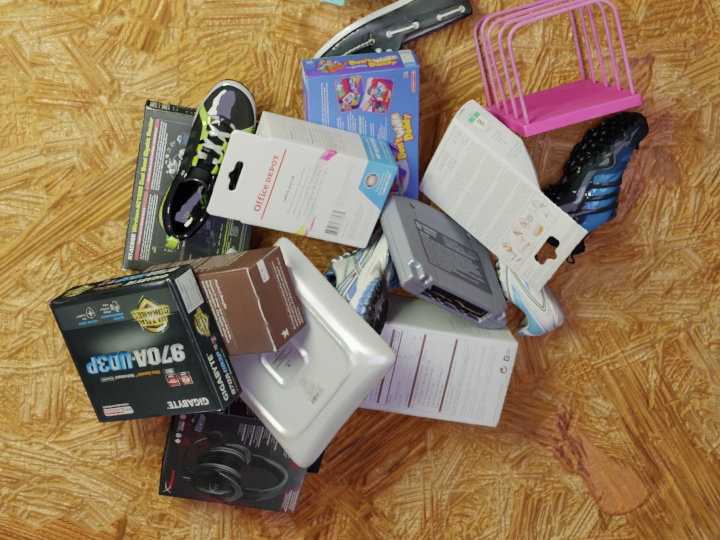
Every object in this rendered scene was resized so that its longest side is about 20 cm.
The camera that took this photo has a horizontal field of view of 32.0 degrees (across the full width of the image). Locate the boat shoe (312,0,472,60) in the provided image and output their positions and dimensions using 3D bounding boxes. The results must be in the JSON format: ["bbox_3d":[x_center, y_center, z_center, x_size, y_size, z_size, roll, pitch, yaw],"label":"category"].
[{"bbox_3d":[0.039,-0.279,1.475,0.198,0.076,0.061,-31,91,2],"label":"boat shoe"}]

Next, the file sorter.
[{"bbox_3d":[0.218,-0.245,1.453,0.137,0.200,0.127,-16,105,-4],"label":"file sorter"}]

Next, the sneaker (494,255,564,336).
[{"bbox_3d":[0.194,-0.007,1.586,0.072,0.072,0.202,-22,105,9],"label":"sneaker"}]

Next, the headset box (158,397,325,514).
[{"bbox_3d":[-0.143,0.218,1.576,0.197,0.078,0.150,11,123,-10],"label":"headset box"}]

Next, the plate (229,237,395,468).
[{"bbox_3d":[-0.083,0.100,1.456,0.200,0.032,0.200,46,117,14],"label":"plate"}]

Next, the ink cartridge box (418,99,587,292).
[{"bbox_3d":[0.171,-0.086,1.481,0.199,0.161,0.050,39,61,6],"label":"ink cartridge box"}]

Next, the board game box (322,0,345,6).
[{"bbox_3d":[-0.023,-0.403,1.394,0.044,0.152,0.203,12,105,-12],"label":"board game box"}]

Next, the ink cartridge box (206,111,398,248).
[{"bbox_3d":[-0.071,-0.107,1.440,0.197,0.068,0.116,12,121,-20],"label":"ink cartridge box"}]

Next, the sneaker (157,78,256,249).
[{"bbox_3d":[-0.170,-0.116,1.424,0.071,0.083,0.202,21,102,-14],"label":"sneaker"}]

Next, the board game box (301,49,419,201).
[{"bbox_3d":[0.001,-0.156,1.492,0.132,0.045,0.202,-6,126,-7],"label":"board game box"}]

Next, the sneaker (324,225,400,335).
[{"bbox_3d":[0.000,0.000,1.508,0.084,0.201,0.078,3,126,20],"label":"sneaker"}]

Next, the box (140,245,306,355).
[{"bbox_3d":[-0.169,0.040,1.422,0.198,0.075,0.101,-6,110,35],"label":"box"}]

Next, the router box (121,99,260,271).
[{"bbox_3d":[-0.199,-0.091,1.504,0.148,0.062,0.203,9,105,-12],"label":"router box"}]

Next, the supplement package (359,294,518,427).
[{"bbox_3d":[0.080,0.109,1.575,0.197,0.117,0.119,10,107,-10],"label":"supplement package"}]

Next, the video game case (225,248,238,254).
[{"bbox_3d":[-0.142,0.087,1.546,0.181,0.022,0.200,31,117,-23],"label":"video game case"}]

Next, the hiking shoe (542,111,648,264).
[{"bbox_3d":[0.297,-0.109,1.576,0.086,0.075,0.201,32,109,-23],"label":"hiking shoe"}]

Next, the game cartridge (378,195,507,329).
[{"bbox_3d":[0.098,-0.014,1.510,0.041,0.135,0.199,-31,144,28],"label":"game cartridge"}]

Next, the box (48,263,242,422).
[{"bbox_3d":[-0.244,0.085,1.415,0.198,0.046,0.161,-9,108,35],"label":"box"}]
